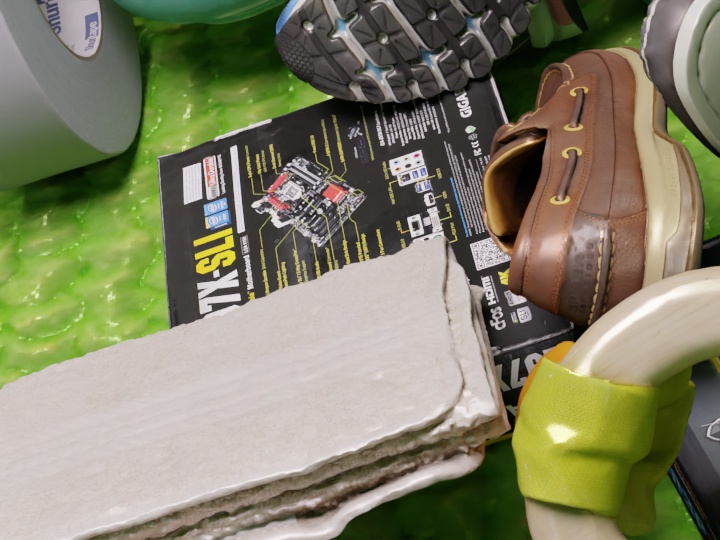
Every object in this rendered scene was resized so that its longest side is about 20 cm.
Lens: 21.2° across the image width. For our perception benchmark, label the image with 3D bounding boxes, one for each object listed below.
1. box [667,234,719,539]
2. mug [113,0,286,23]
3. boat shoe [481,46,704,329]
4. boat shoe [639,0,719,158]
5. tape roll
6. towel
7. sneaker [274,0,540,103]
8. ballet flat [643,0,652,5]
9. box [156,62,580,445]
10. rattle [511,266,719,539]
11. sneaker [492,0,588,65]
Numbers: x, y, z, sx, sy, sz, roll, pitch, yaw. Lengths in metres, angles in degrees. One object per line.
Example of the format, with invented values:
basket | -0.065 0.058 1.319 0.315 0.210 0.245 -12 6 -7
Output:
box | 0.186 0.050 0.660 0.159 0.046 0.200 -23 38 1
mug | -0.058 -0.198 0.931 0.185 0.114 0.152 -27 33 -1
boat shoe | 0.079 -0.038 0.715 0.067 0.072 0.200 4 24 -2
boat shoe | 0.156 -0.072 0.723 0.061 0.201 0.072 27 101 38
tape roll | -0.176 -0.142 0.925 0.066 0.200 0.200 -17 39 12
towel | -0.047 0.055 0.686 0.200 0.035 0.133 -18 26 7
sneaker | 0.045 -0.144 0.860 0.200 0.078 0.090 -34 28 -15
ballet flat | 0.134 -0.172 0.925 0.073 0.073 0.200 -37 39 -18
box | 0.000 0.000 0.803 0.160 0.049 0.200 -20 39 6
rattle | 0.151 0.059 0.597 0.200 0.143 0.130 -14 74 4
sneaker | 0.023 -0.160 0.953 0.086 0.080 0.200 -31 39 -9
